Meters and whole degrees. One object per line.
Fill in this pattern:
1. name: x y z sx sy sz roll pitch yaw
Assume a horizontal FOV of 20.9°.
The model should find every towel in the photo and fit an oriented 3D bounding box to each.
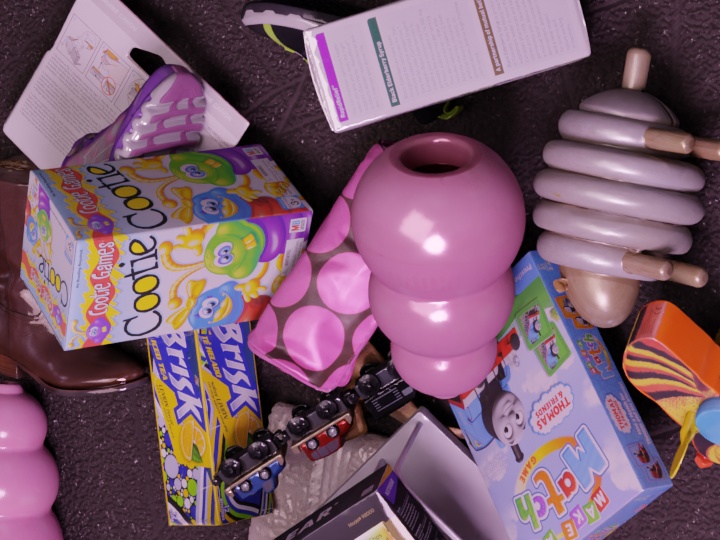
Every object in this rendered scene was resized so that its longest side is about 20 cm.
1. towel: -0.034 0.219 1.639 0.132 0.034 0.202 17 107 26

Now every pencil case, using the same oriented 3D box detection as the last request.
1. pencil case: 0.000 0.000 1.521 0.093 0.091 0.201 35 101 2

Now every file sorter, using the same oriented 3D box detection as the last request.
1. file sorter: 0.022 0.239 1.527 0.139 0.125 0.200 43 111 -3

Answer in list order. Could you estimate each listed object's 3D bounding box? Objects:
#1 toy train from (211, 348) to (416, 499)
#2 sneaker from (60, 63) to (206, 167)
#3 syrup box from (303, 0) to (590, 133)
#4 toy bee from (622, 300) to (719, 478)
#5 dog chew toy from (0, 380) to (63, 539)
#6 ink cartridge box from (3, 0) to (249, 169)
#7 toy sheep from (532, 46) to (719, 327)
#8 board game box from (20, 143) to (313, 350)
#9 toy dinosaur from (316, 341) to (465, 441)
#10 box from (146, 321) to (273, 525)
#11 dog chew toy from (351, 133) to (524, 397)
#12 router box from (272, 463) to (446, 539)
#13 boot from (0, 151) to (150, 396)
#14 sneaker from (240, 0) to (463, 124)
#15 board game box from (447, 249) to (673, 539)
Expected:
1. toy train: -0.032 0.126 1.554 0.199 0.034 0.046 -32 105 15
2. sneaker: -0.200 -0.091 1.603 0.088 0.080 0.201 45 119 29
3. syrup box: 0.062 -0.166 1.434 0.198 0.079 0.082 -16 93 3
4. toy bee: 0.256 0.108 1.408 0.200 0.131 0.109 51 144 0
5. dog chew toy: -0.325 0.200 1.759 0.124 0.124 0.202 7 95 29
6. ink cartridge box: -0.191 -0.123 1.657 0.200 0.045 0.177 44 118 15
7. toy sheep: 0.189 -0.059 1.404 0.137 0.138 0.202 13 91 27
8. board game box: -0.153 -0.022 1.540 0.105 0.199 0.104 50 139 43
9. toy dinosaur: 0.013 0.095 1.572 0.200 0.060 0.106 48 117 13
10. box: -0.128 0.109 1.635 0.070 0.064 0.202 -7 90 45
11. dog chew toy: 0.058 0.004 1.419 0.124 0.125 0.201 15 126 27
12. router box: -0.013 0.262 1.446 0.199 0.052 0.158 -36 97 19
13. boot: -0.265 0.001 1.706 0.185 0.064 0.202 8 107 30
14. sneaker: -0.012 -0.161 1.530 0.199 0.072 0.083 18 109 26
15. board game box: 0.137 0.109 1.465 0.151 0.036 0.201 -48 58 43
